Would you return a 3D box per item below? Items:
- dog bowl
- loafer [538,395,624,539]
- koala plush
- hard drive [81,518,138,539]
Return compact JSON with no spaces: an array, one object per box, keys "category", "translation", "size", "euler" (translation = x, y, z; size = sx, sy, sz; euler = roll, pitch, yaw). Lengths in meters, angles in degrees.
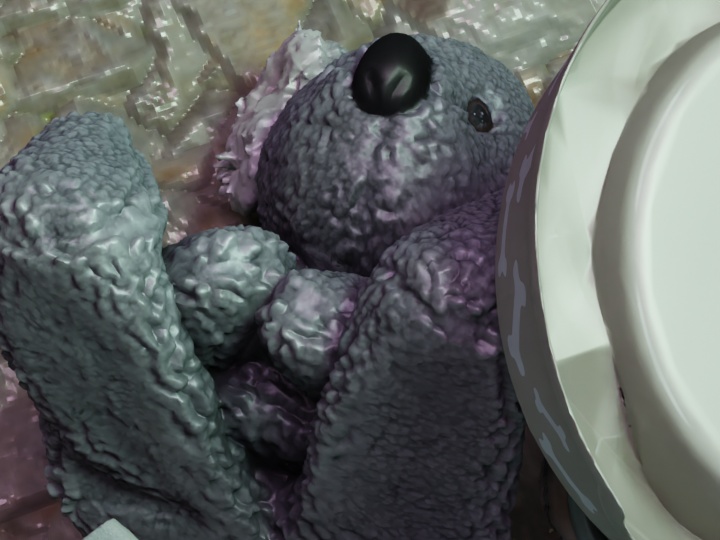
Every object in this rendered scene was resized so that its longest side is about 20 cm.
[{"category":"dog bowl","translation":[0.125,0.002,0.707],"size":[0.199,0.059,0.201],"euler":[3,82,-20]},{"category":"loafer","translation":[0.130,0.065,0.813],"size":[0.199,0.063,0.072],"euler":[0,90,-33]},{"category":"koala plush","translation":[0.000,0.000,0.842],"size":[0.176,0.185,0.200],"euler":[10,43,15]},{"category":"hard drive","translation":[-0.035,0.165,0.682],"size":[0.200,0.033,0.139],"euler":[40,37,11]}]
